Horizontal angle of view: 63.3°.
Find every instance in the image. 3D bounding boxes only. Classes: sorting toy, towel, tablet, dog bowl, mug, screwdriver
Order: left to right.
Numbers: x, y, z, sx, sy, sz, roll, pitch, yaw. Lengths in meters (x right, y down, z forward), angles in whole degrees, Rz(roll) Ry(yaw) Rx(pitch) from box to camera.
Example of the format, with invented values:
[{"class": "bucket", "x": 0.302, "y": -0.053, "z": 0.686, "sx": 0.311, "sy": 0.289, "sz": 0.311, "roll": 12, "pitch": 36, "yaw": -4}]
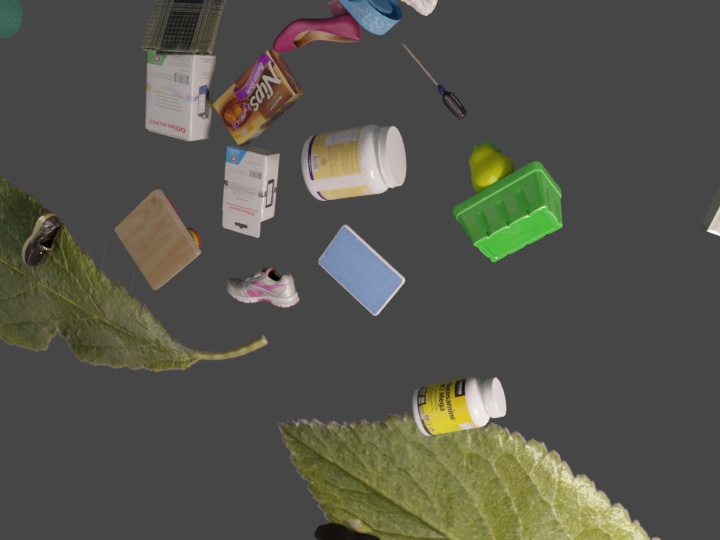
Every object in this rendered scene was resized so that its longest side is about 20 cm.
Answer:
[{"class": "mug", "x": -0.991, "y": -0.702, "z": 1.552, "sx": 0.182, "sy": 0.114, "sz": 0.155, "roll": 22, "pitch": 114, "yaw": 16}, {"class": "sorting toy", "x": -0.532, "y": -0.086, "z": 1.573, "sx": 0.199, "sy": 0.070, "sz": 0.201, "roll": -33, "pitch": 92, "yaw": 27}, {"class": "towel", "x": -0.397, "y": -0.582, "z": 1.337, "sx": 0.189, "sy": 0.035, "sz": 0.204, "roll": 10, "pitch": 78, "yaw": 16}, {"class": "dog bowl", "x": -0.002, "y": -0.561, "z": 1.181, "sx": 0.200, "sy": 0.111, "sz": 0.050, "roll": 48, "pitch": 131, "yaw": 2}, {"class": "tablet", "x": 0.000, "y": 0.000, "z": 1.404, "sx": 0.200, "sy": 0.014, "sz": 0.131, "roll": 43, "pitch": 118, "yaw": 7}, {"class": "screwdriver", "x": 0.154, "y": -0.397, "z": 1.209, "sx": 0.029, "sy": 0.028, "sz": 0.201, "roll": -35, "pitch": 89, "yaw": -3}]

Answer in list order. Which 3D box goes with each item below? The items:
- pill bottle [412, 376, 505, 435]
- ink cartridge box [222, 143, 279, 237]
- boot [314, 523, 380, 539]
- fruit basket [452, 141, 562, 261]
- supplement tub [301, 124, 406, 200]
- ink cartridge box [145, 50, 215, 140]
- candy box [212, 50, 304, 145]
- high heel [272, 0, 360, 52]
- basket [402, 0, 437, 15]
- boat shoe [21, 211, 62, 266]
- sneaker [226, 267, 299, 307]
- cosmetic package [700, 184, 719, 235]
[{"class": "pill bottle", "x": 0.227, "y": 0.309, "z": 1.348, "sx": 0.197, "sy": 0.112, "sz": 0.114, "roll": -19, "pitch": 99, "yaw": 26}, {"class": "ink cartridge box", "x": -0.270, "y": -0.196, "z": 1.427, "sx": 0.114, "sy": 0.068, "sz": 0.204, "roll": 16, "pitch": 112, "yaw": 18}, {"class": "boot", "x": -0.036, "y": 0.804, "z": 1.639, "sx": 0.196, "sy": 0.077, "sz": 0.141, "roll": 10, "pitch": 115, "yaw": 21}, {"class": "fruit basket", "x": 0.289, "y": -0.154, "z": 1.185, "sx": 0.213, "sy": 0.155, "sz": 0.219, "roll": -21, "pitch": 55, "yaw": 33}, {"class": "supplement tub", "x": -0.013, "y": -0.233, "z": 1.263, "sx": 0.196, "sy": 0.145, "sz": 0.148, "roll": -4, "pitch": 105, "yaw": 23}, {"class": "ink cartridge box", "x": -0.439, "y": -0.431, "z": 1.416, "sx": 0.143, "sy": 0.087, "sz": 0.204, "roll": 17, "pitch": 110, "yaw": 19}, {"class": "candy box", "x": -0.238, "y": -0.398, "z": 1.358, "sx": 0.198, "sy": 0.056, "sz": 0.118, "roll": -32, "pitch": 92, "yaw": 29}, {"class": "high heel", "x": -0.097, "y": -0.497, "z": 1.257, "sx": 0.197, "sy": 0.067, "sz": 0.098, "roll": -23, "pitch": 86, "yaw": 24}, {"class": "basket", "x": 0.087, "y": -0.614, "z": 1.060, "sx": 0.159, "sy": 0.198, "sz": 0.202, "roll": 31, "pitch": 103, "yaw": 15}, {"class": "boat shoe", "x": -0.954, "y": -0.081, "z": 1.753, "sx": 0.065, "sy": 0.073, "sz": 0.201, "roll": 41, "pitch": 117, "yaw": 12}, {"class": "sneaker", "x": -0.248, "y": 0.032, "z": 1.489, "sx": 0.196, "sy": 0.081, "sz": 0.090, "roll": 5, "pitch": 107, "yaw": 13}, {"class": "cosmetic package", "x": 0.731, "y": -0.088, "z": 1.033, "sx": 0.197, "sy": 0.073, "sz": 0.105, "roll": 21, "pitch": 113, "yaw": 15}]
